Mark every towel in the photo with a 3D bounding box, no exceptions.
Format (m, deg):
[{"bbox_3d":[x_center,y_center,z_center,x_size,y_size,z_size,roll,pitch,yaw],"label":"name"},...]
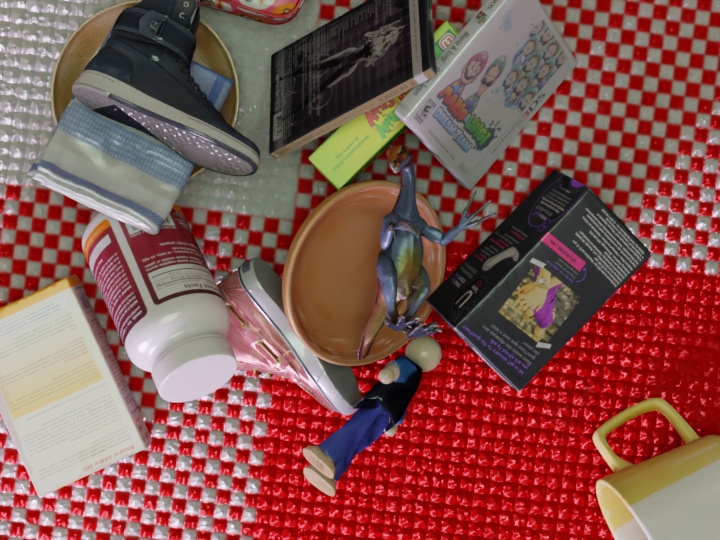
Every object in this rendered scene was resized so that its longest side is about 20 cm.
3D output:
[{"bbox_3d":[-0.232,-0.146,1.685,0.146,0.024,0.201,26,66,-3],"label":"towel"}]

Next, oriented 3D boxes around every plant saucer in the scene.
[{"bbox_3d":[-0.227,-0.185,1.752,0.199,0.035,0.201,0,92,-1],"label":"plant saucer"},{"bbox_3d":[0.000,0.000,1.723,0.199,0.037,0.201,-12,113,-31],"label":"plant saucer"}]

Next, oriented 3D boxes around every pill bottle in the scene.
[{"bbox_3d":[-0.202,0.029,1.685,0.113,0.113,0.201,-27,63,0],"label":"pill bottle"}]

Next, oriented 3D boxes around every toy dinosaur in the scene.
[{"bbox_3d":[0.031,-0.028,1.668,0.199,0.105,0.182,-25,67,35],"label":"toy dinosaur"}]

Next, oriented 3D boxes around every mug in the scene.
[{"bbox_3d":[0.343,0.234,1.734,0.153,0.149,0.187,-29,100,-8],"label":"mug"}]

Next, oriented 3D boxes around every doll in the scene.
[{"bbox_3d":[0.020,0.142,1.725,0.048,0.137,0.200,33,61,21],"label":"doll"}]

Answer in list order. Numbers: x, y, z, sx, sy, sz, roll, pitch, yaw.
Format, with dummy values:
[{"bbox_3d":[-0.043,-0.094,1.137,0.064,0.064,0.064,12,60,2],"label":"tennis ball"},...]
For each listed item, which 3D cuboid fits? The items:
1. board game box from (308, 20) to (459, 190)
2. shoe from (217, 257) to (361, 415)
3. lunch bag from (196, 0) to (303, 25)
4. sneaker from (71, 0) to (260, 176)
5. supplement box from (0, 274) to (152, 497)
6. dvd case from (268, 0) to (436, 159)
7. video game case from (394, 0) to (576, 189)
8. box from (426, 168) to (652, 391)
[{"bbox_3d":[0.033,-0.169,1.726,0.048,0.102,0.200,45,91,0],"label":"board game box"},{"bbox_3d":[-0.089,0.087,1.755,0.091,0.072,0.200,-33,104,20],"label":"shoe"},{"bbox_3d":[-0.100,-0.364,1.726,0.175,0.082,0.201,17,91,-3],"label":"lunch bag"},{"bbox_3d":[-0.169,-0.195,1.668,0.202,0.077,0.147,28,66,-2],"label":"sneaker"},{"bbox_3d":[-0.319,0.121,1.743,0.126,0.074,0.201,-24,92,-1],"label":"supplement box"},{"bbox_3d":[-0.010,-0.210,1.679,0.199,0.149,0.016,-26,134,26],"label":"dvd case"},{"bbox_3d":[0.133,-0.190,1.690,0.024,0.200,0.182,41,91,29],"label":"video game case"},{"bbox_3d":[0.184,0.008,1.718,0.200,0.122,0.106,-45,107,1],"label":"box"}]
